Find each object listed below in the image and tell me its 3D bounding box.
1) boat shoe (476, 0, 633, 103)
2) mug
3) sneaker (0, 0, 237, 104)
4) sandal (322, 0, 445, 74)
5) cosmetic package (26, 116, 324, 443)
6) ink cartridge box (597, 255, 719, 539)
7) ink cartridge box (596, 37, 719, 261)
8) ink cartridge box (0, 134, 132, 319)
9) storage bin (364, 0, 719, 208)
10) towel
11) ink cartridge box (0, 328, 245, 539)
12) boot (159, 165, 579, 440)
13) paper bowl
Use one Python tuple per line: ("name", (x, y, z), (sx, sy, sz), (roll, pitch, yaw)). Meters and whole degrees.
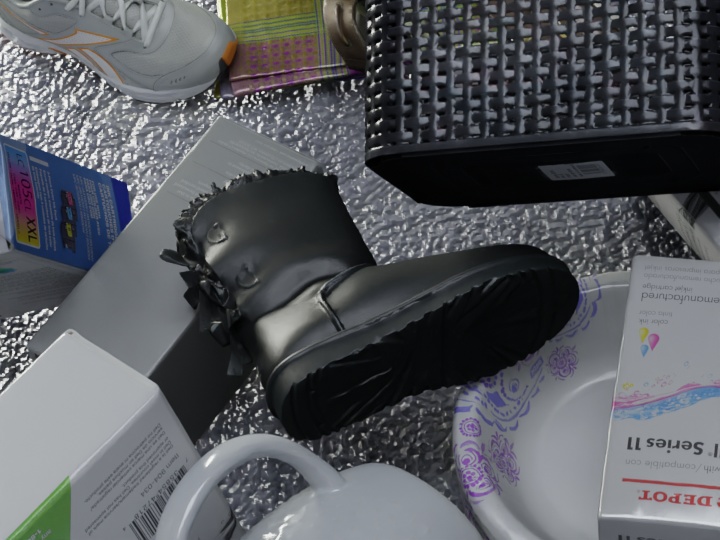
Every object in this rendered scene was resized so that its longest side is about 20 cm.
("boat shoe", (0.140, -0.139, 1.344), (0.200, 0.072, 0.059), (41, 70, 21))
("mug", (-0.030, 0.177, 1.089), (0.175, 0.200, 0.147), (-48, 25, -24))
("sneaker", (-0.180, -0.176, 1.403), (0.199, 0.092, 0.076), (17, 73, 22))
("sandal", (0.000, -0.162, 1.363), (0.057, 0.080, 0.201), (-49, 55, -3))
("cosmetic package", (-0.103, 0.018, 1.259), (0.090, 0.107, 0.200), (24, 65, 22))
("ink cartridge box", (0.185, 0.095, 1.052), (0.117, 0.067, 0.201), (4, 57, 12))
("ink cartridge box", (0.225, -0.033, 1.204), (0.068, 0.116, 0.200), (-39, 71, 3))
("ink cartridge box", (-0.225, -0.018, 1.261), (0.136, 0.200, 0.077), (-12, 77, 18))
("storage bin", (0.111, -0.096, 1.116), (0.199, 0.135, 0.094), (-3, 79, 18))
("towel", (-0.007, -0.186, 1.430), (0.199, 0.023, 0.144), (-9, 55, 3))
("ink cartridge box", (-0.146, 0.156, 1.112), (0.084, 0.200, 0.146), (28, 64, 37))
("boot", (0.001, 0.000, 1.153), (0.198, 0.074, 0.163), (-22, 45, -14))
("paper bowl", (0.154, 0.109, 1.155), (0.200, 0.105, 0.201), (-5, 55, 7))
